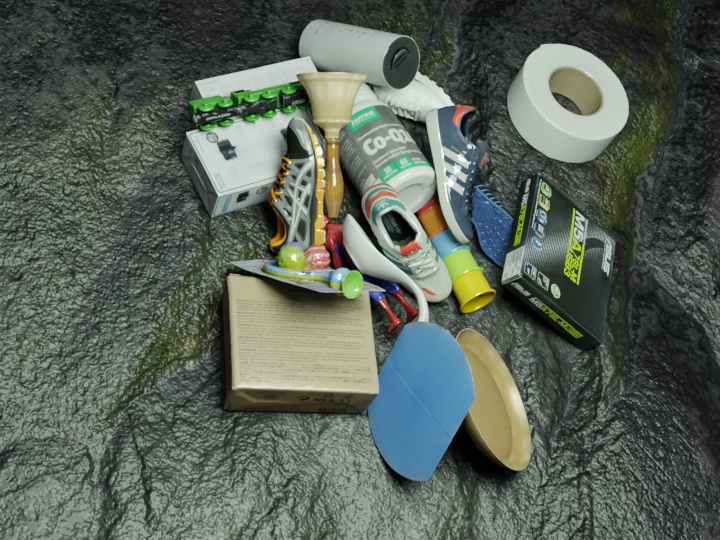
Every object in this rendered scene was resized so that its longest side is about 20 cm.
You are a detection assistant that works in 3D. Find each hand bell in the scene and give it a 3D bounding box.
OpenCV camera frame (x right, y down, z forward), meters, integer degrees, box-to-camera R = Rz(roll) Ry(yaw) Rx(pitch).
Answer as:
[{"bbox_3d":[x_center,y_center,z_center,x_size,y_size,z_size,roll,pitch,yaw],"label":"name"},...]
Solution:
[{"bbox_3d":[-0.042,-0.178,1.492,0.103,0.104,0.203,-1,97,-20],"label":"hand bell"}]

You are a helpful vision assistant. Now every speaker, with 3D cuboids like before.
[{"bbox_3d":[-0.004,-0.333,1.598,0.081,0.082,0.199,-33,37,-32],"label":"speaker"}]

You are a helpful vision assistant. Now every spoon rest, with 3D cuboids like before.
[{"bbox_3d":[0.036,0.006,1.423,0.060,0.099,0.201,-31,74,5],"label":"spoon rest"}]

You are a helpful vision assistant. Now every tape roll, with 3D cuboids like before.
[{"bbox_3d":[0.351,-0.285,1.769,0.200,0.071,0.205,9,59,-15],"label":"tape roll"}]

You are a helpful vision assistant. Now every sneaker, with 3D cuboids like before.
[{"bbox_3d":[0.154,-0.143,1.509,0.083,0.075,0.203,-12,90,15],"label":"sneaker"},{"bbox_3d":[-0.092,-0.113,1.459,0.076,0.078,0.203,-5,101,-14],"label":"sneaker"},{"bbox_3d":[0.066,-0.278,1.669,0.199,0.077,0.081,37,64,12],"label":"sneaker"},{"bbox_3d":[0.068,-0.024,1.457,0.070,0.094,0.201,-30,111,4],"label":"sneaker"},{"bbox_3d":[0.190,-0.091,1.600,0.200,0.070,0.078,50,20,-7],"label":"sneaker"}]

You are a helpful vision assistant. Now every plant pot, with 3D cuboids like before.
[{"bbox_3d":[0.170,0.176,1.405,0.200,0.027,0.202,44,31,-35],"label":"plant pot"}]

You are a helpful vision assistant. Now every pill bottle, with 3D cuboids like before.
[{"bbox_3d":[0.021,-0.180,1.556,0.112,0.114,0.201,-18,60,-28],"label":"pill bottle"}]

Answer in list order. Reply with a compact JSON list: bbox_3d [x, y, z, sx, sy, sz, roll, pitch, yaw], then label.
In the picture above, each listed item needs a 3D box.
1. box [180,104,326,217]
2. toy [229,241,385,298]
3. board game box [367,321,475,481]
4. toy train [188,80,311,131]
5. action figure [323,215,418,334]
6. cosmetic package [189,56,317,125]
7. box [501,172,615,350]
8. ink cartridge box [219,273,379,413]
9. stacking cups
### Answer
[{"bbox_3d":[-0.148,-0.163,1.523,0.198,0.060,0.117,-21,70,-28],"label":"box"},{"bbox_3d":[-0.070,-0.009,1.379,0.114,0.048,0.199,0,15,-42],"label":"toy"},{"bbox_3d":[0.086,0.167,1.348,0.039,0.202,0.158,7,29,-40],"label":"board game box"},{"bbox_3d":[-0.156,-0.243,1.512,0.198,0.042,0.056,-17,34,-26],"label":"toy train"},{"bbox_3d":[0.000,0.000,1.490,0.065,0.052,0.201,-26,73,-34],"label":"action figure"},{"bbox_3d":[-0.151,-0.261,1.585,0.198,0.051,0.083,-18,72,-27],"label":"cosmetic package"},{"bbox_3d":[0.302,-0.014,1.568,0.192,0.047,0.202,35,52,-24],"label":"box"},{"bbox_3d":[-0.084,0.099,1.385,0.197,0.075,0.167,4,58,-17],"label":"ink cartridge box"},{"bbox_3d":[0.128,-0.035,1.554,0.060,0.061,0.201,-17,65,-27],"label":"stacking cups"}]
